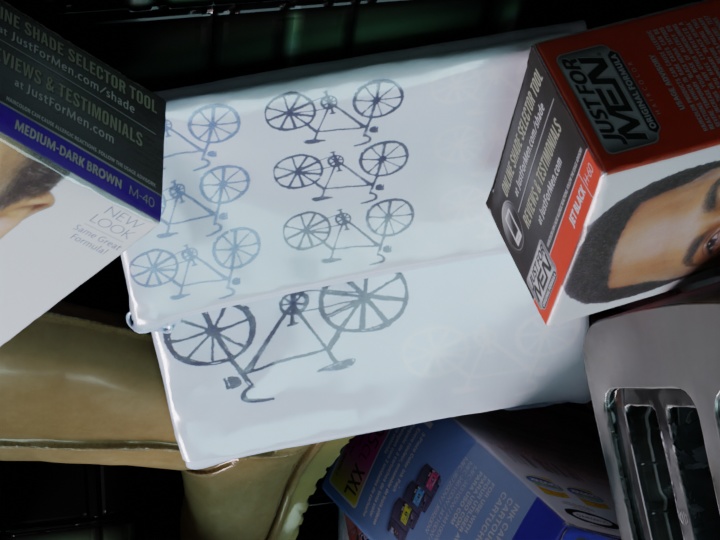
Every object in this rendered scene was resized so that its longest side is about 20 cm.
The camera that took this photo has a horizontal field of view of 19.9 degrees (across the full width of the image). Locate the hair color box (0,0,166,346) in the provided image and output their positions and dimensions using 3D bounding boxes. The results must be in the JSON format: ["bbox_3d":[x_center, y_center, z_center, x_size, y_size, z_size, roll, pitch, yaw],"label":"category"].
[{"bbox_3d":[-0.172,-0.013,0.718,0.109,0.065,0.200,30,129,-33],"label":"hair color box"}]

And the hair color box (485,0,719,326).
[{"bbox_3d":[0.153,-0.053,0.740,0.199,0.061,0.102,-16,151,-16],"label":"hair color box"}]

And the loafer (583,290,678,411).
[{"bbox_3d":[0.146,0.070,0.957,0.072,0.063,0.200,7,158,32],"label":"loafer"}]

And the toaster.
[{"bbox_3d":[0.186,0.076,0.756,0.118,0.201,0.181,-13,-177,-24],"label":"toaster"}]

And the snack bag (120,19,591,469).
[{"bbox_3d":[0.000,0.000,0.800,0.187,0.021,0.201,-10,132,-4],"label":"snack bag"}]

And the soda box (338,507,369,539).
[{"bbox_3d":[0.024,0.176,1.106,0.068,0.064,0.200,-8,150,-6],"label":"soda box"}]

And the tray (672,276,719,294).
[{"bbox_3d":[0.180,0.001,0.912,0.107,0.022,0.200,-20,148,15],"label":"tray"}]

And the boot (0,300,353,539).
[{"bbox_3d":[-0.114,0.072,0.897,0.199,0.066,0.176,6,133,-28],"label":"boot"}]

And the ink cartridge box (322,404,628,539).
[{"bbox_3d":[0.091,0.123,0.901,0.136,0.200,0.077,17,102,-33],"label":"ink cartridge box"}]
